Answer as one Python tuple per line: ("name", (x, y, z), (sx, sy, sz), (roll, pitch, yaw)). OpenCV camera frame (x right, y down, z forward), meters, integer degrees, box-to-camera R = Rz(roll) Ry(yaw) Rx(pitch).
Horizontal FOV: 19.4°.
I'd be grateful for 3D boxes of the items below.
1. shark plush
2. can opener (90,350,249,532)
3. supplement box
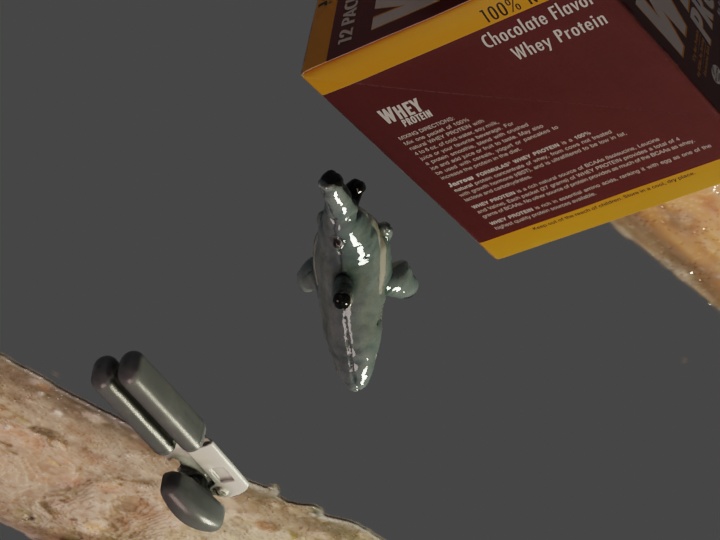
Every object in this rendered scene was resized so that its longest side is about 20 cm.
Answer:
("shark plush", (0.000, 0.000, 1.502), (0.090, 0.084, 0.200), (11, 144, 0))
("can opener", (-0.159, 0.148, 1.760), (0.053, 0.067, 0.200), (-10, 140, 25))
("supplement box", (0.108, -0.138, 1.243), (0.197, 0.133, 0.200), (-20, 135, 35))
